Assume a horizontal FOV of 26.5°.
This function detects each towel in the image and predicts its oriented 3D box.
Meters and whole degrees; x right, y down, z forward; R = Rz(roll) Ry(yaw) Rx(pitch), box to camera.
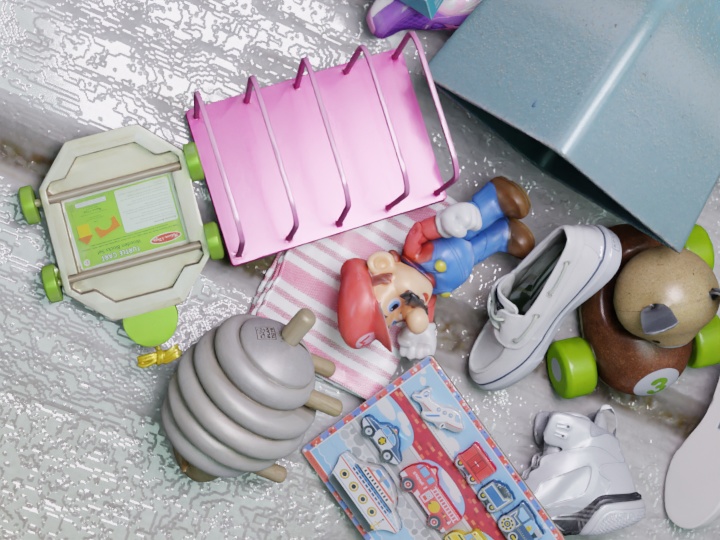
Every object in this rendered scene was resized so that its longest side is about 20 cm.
[{"bbox_3d":[0.000,0.000,1.360,0.145,0.030,0.202,29,86,-16],"label":"towel"}]

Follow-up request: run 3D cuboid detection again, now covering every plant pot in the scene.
[{"bbox_3d":[0.213,-0.171,1.276,0.195,0.196,0.201,32,94,-43],"label":"plant pot"}]

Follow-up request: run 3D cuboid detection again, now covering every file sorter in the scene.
[{"bbox_3d":[-0.031,-0.104,1.276,0.198,0.125,0.140,-17,87,-8],"label":"file sorter"}]

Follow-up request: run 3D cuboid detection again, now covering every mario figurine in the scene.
[{"bbox_3d":[0.070,0.010,1.318,0.199,0.106,0.124,-33,106,-14],"label":"mario figurine"}]

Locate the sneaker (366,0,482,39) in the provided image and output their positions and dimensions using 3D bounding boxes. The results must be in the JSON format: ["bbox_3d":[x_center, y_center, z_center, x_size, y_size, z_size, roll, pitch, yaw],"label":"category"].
[{"bbox_3d":[0.104,-0.234,1.340,0.198,0.080,0.089,-21,89,-13],"label":"sneaker"}]

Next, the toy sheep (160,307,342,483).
[{"bbox_3d":[-0.094,0.104,1.287,0.137,0.138,0.201,30,114,-15],"label":"toy sheep"}]

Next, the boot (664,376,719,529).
[{"bbox_3d":[0.365,0.157,1.450,0.090,0.073,0.202,8,113,-43],"label":"boot"}]

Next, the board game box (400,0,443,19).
[{"bbox_3d":[0.016,-0.329,1.287,0.199,0.047,0.152,32,85,14],"label":"board game box"}]

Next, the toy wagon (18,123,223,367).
[{"bbox_3d":[-0.195,-0.018,1.293,0.153,0.040,0.202,-14,98,-4],"label":"toy wagon"}]

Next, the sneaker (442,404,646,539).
[{"bbox_3d":[0.156,0.191,1.396,0.198,0.075,0.116,-10,86,-7],"label":"sneaker"}]

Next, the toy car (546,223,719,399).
[{"bbox_3d":[0.268,0.041,1.347,0.162,0.200,0.160,-11,96,-14],"label":"toy car"}]

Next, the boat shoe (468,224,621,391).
[{"bbox_3d":[0.142,0.026,1.338,0.066,0.074,0.201,15,127,-31],"label":"boat shoe"}]

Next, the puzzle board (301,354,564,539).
[{"bbox_3d":[0.062,0.198,1.345,0.150,0.017,0.201,-37,89,15],"label":"puzzle board"}]
